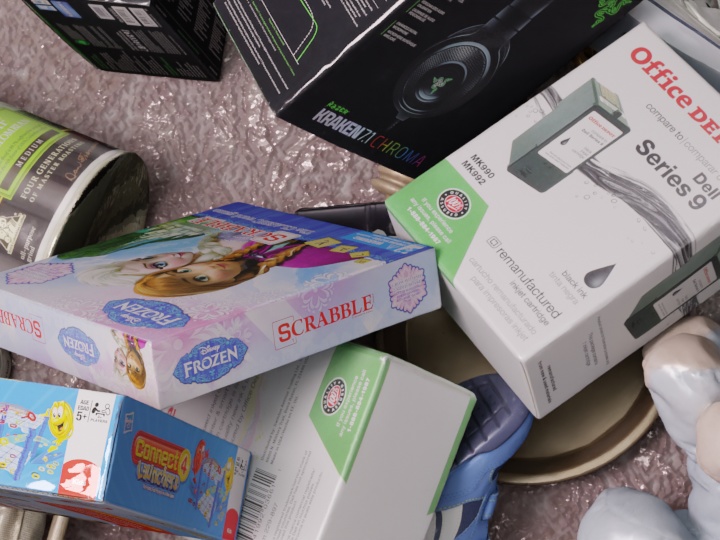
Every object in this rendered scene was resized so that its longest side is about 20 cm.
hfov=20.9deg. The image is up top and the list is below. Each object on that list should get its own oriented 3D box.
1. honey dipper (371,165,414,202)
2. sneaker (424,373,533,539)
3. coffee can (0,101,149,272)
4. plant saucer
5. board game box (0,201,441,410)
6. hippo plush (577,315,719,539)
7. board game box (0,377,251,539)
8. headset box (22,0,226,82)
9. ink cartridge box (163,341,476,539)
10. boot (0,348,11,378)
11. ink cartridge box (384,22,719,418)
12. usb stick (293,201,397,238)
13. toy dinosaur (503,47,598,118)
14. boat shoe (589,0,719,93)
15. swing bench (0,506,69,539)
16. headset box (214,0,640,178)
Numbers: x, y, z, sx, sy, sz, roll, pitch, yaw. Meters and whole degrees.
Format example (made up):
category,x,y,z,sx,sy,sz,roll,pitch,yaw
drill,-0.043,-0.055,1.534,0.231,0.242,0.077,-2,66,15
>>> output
category,x,y,z,sx,sy,sz,roll,pitch,yaw
honey dipper,0.000,0.000,1.287,0.038,0.038,0.200,24,88,14
sneaker,0.049,0.149,1.214,0.082,0.074,0.200,31,109,-24
coffee can,-0.260,-0.045,1.284,0.200,0.146,0.147,22,84,13
plant saucer,0.109,0.040,1.261,0.200,0.029,0.200,-2,79,11
board game box,-0.092,0.014,1.147,0.200,0.199,0.041,14,116,49
hippo plush,0.211,0.135,1.186,0.161,0.200,0.159,-52,33,18
board game box,-0.186,0.100,1.077,0.195,0.200,0.056,6,78,17
headset box,-0.140,-0.246,1.285,0.093,0.174,0.200,7,82,11
ink cartridge box,-0.043,0.110,1.194,0.200,0.087,0.146,14,83,49
boot,-0.345,0.035,1.286,0.200,0.144,0.073,13,84,14
ink cartridge box,0.139,-0.033,1.168,0.200,0.084,0.146,-36,59,-8
usb stick,0.050,-0.020,1.249,0.200,0.033,0.056,-5,78,7
toy dinosaur,0.147,-0.098,1.276,0.200,0.060,0.106,-2,91,-1
boat shoe,0.216,-0.149,1.256,0.202,0.075,0.086,37,62,2
swing bench,-0.268,0.192,1.250,0.200,0.130,0.199,14,83,13
headset box,0.050,-0.164,1.151,0.200,0.174,0.093,-39,61,18
